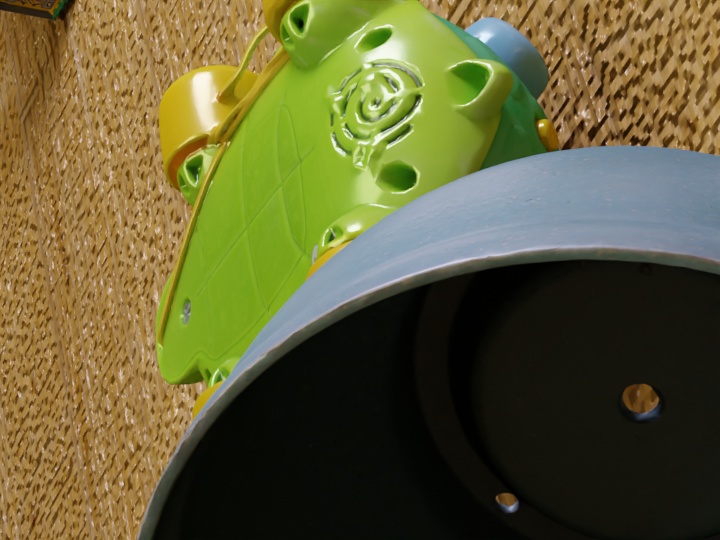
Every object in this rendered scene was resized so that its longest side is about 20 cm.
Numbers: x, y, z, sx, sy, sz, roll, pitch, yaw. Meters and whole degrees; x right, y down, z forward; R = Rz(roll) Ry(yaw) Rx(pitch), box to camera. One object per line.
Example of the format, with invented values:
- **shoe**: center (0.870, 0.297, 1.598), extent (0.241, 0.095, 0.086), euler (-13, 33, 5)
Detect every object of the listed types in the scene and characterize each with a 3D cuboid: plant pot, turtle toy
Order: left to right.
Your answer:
- **turtle toy**: center (0.000, 0.000, 0.840), extent (0.200, 0.101, 0.146), euler (-50, 40, 48)
- **plant pot**: center (0.060, 0.053, 0.635), extent (0.134, 0.200, 0.201), euler (-72, 6, -60)

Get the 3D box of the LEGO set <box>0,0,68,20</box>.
- **LEGO set**: center (-0.196, -0.196, 1.274), extent (0.200, 0.116, 0.154), euler (52, 128, 56)
